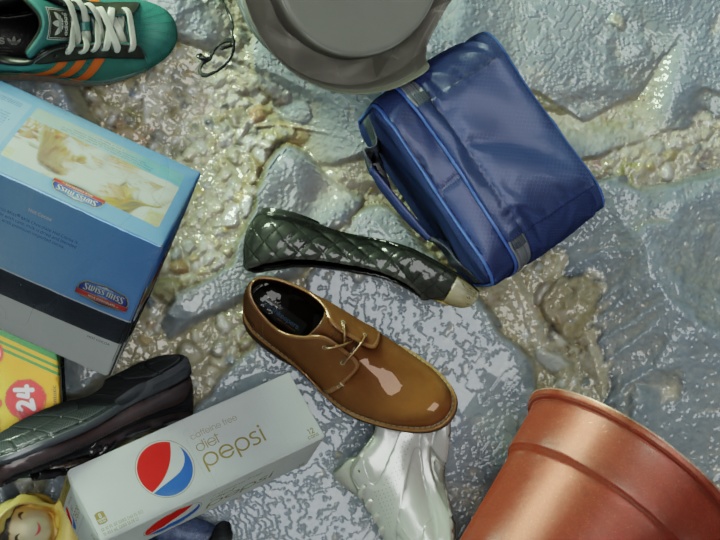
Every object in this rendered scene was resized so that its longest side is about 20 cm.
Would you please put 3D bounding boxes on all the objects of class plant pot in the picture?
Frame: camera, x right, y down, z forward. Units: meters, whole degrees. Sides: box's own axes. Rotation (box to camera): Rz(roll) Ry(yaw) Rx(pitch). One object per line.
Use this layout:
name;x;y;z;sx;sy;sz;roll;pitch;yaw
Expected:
plant pot;0.160;0.230;1.124;0.201;0.201;0.195;41;73;-5

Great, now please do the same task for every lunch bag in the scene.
lunch bag;0.083;-0.088;1.169;0.132;0.136;0.200;-36;91;-8

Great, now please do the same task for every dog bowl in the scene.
dog bowl;-0.010;-0.236;1.096;0.199;0.059;0.201;-6;103;-26

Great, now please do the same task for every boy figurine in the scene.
boy figurine;-0.205;0.213;1.161;0.199;0.064;0.125;16;88;-11

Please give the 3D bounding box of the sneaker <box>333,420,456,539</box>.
sneaker;0.027;0.187;1.195;0.099;0.078;0.201;-2;80;-1

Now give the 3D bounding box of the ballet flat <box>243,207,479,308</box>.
ballet flat;0.000;0.000;1.192;0.199;0.066;0.057;16;79;0

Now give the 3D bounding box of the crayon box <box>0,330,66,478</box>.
crayon box;-0.337;0.106;1.150;0.199;0.051;0.127;-3;90;-8

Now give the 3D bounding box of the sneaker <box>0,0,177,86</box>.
sneaker;-0.236;-0.185;1.141;0.199;0.080;0.072;-8;90;-23

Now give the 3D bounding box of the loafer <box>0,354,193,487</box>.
loafer;-0.205;0.129;1.124;0.200;0.072;0.063;-28;110;-42

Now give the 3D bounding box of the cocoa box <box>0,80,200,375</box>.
cocoa box;-0.245;-0.039;1.101;0.199;0.134;0.131;24;119;-6

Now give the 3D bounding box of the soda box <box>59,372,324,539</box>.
soda box;-0.132;0.155;1.133;0.200;0.068;0.064;-23;72;-26

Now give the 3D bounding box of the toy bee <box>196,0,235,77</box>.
toy bee;-0.096;-0.268;1.137;0.131;0.200;0.109;-24;123;31

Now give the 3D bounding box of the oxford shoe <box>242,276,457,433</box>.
oxford shoe;-0.013;0.068;1.157;0.200;0.071;0.071;28;73;10
